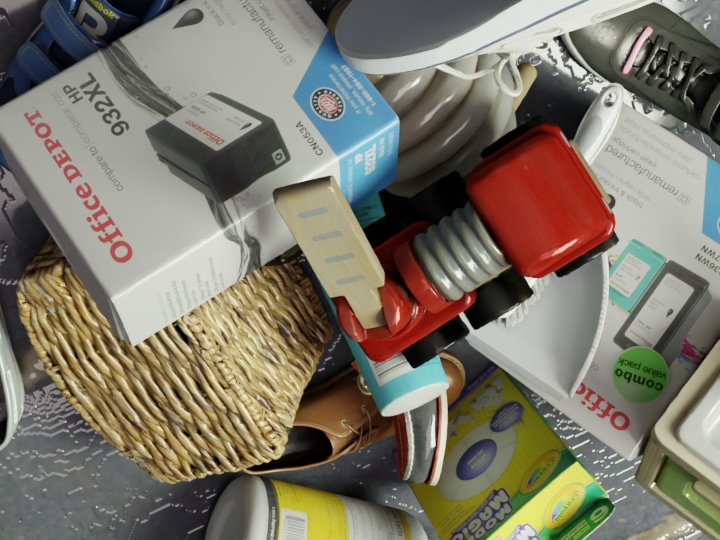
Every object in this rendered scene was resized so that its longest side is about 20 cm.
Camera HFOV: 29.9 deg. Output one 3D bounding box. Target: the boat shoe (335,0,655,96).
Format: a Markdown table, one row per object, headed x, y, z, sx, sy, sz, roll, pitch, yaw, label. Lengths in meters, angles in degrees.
| x | y | z | sx | sy | sz | roll | pitch | yaw | label |
| --- | --- | --- | --- | --- | --- | --- | --- | --- | --- |
| 0.089 | -0.148 | 0.779 | 0.201 | 0.075 | 0.086 | -21 | 145 | 14 | boat shoe |

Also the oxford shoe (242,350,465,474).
| x | y | z | sx | sy | sz | roll | pitch | yaw | label |
| --- | --- | --- | --- | --- | --- | --- | --- | --- | --- |
| -0.007 | 0.115 | 1.026 | 0.199 | 0.071 | 0.072 | -18 | 113 | -11 | oxford shoe |

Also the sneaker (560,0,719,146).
| x | y | z | sx | sy | sz | roll | pitch | yaw | label |
| --- | --- | --- | --- | --- | --- | --- | --- | --- | --- |
| 0.240 | -0.141 | 0.978 | 0.199 | 0.099 | 0.071 | 25 | 104 | -22 | sneaker |

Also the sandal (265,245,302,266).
| x | y | z | sx | sy | sz | roll | pitch | yaw | label |
| --- | --- | --- | --- | --- | --- | --- | --- | --- | --- |
| -0.077 | -0.103 | 0.919 | 0.079 | 0.057 | 0.202 | -7 | 96 | -12 | sandal |

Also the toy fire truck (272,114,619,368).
| x | y | z | sx | sy | sz | roll | pitch | yaw | label |
| --- | --- | --- | --- | --- | --- | --- | --- | --- | --- |
| 0.045 | -0.021 | 0.789 | 0.176 | 0.200 | 0.129 | -32 | 88 | 16 | toy fire truck |

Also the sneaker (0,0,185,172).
| x | y | z | sx | sy | sz | roll | pitch | yaw | label |
| --- | --- | --- | --- | --- | --- | --- | --- | --- | --- |
| -0.174 | -0.145 | 0.856 | 0.074 | 0.082 | 0.200 | 38 | 98 | -3 | sneaker |

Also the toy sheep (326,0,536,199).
| x | y | z | sx | sy | sz | roll | pitch | yaw | label |
| --- | --- | --- | --- | --- | --- | --- | --- | --- | --- |
| 0.047 | -0.112 | 0.921 | 0.138 | 0.138 | 0.200 | -46 | 121 | 5 | toy sheep |

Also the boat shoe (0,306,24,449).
| x | y | z | sx | sy | sz | roll | pitch | yaw | label |
| --- | --- | --- | --- | --- | --- | --- | --- | --- | --- |
| -0.275 | 0.033 | 0.913 | 0.070 | 0.072 | 0.202 | -19 | 115 | -8 | boat shoe |

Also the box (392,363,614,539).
| x | y | z | sx | sy | sz | roll | pitch | yaw | label |
| --- | --- | --- | --- | --- | --- | --- | --- | --- | --- |
| 0.102 | 0.158 | 1.001 | 0.117 | 0.200 | 0.048 | -42 | 116 | 3 | box |

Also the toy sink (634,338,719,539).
| x | y | z | sx | sy | sz | roll | pitch | yaw | label |
| --- | --- | --- | --- | --- | --- | --- | --- | --- | --- |
| 0.264 | 0.114 | 0.870 | 0.130 | 0.200 | 0.112 | 37 | 75 | 17 | toy sink |

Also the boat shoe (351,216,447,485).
| x | y | z | sx | sy | sz | roll | pitch | yaw | label |
| --- | --- | --- | --- | --- | --- | --- | --- | --- | --- |
| 0.022 | 0.057 | 0.979 | 0.062 | 0.071 | 0.201 | -5 | 83 | -15 | boat shoe |

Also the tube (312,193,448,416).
| x | y | z | sx | sy | sz | roll | pitch | yaw | label |
| --- | --- | --- | --- | --- | --- | --- | --- | --- | --- |
| 0.000 | 0.000 | 0.938 | 0.077 | 0.050 | 0.201 | -17 | 72 | -18 | tube |

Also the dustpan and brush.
| x | y | z | sx | sy | sz | roll | pitch | yaw | label |
| --- | --- | --- | --- | --- | --- | --- | --- | --- | --- |
| 0.125 | -0.031 | 0.893 | 0.201 | 0.139 | 0.057 | -60 | 157 | 9 | dustpan and brush |

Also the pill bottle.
| x | y | z | sx | sy | sz | roll | pitch | yaw | label |
| --- | --- | --- | --- | --- | --- | --- | --- | --- | --- |
| -0.016 | 0.232 | 1.046 | 0.199 | 0.112 | 0.112 | 18 | 105 | -22 | pill bottle |

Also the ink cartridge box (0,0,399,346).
| x | y | z | sx | sy | sz | roll | pitch | yaw | label |
| --- | --- | --- | --- | --- | --- | --- | --- | --- | --- |
| -0.098 | -0.073 | 0.813 | 0.200 | 0.084 | 0.145 | -33 | 73 | -13 | ink cartridge box |

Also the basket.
| x | y | z | sx | sy | sz | roll | pitch | yaw | label |
| --- | --- | --- | --- | --- | --- | --- | --- | --- | --- |
| -0.133 | 0.031 | 0.959 | 0.142 | 0.149 | 0.200 | -17 | 120 | 28 | basket |

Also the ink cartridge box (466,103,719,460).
| x | y | z | sx | sy | sz | roll | pitch | yaw | label |
| --- | --- | --- | --- | --- | --- | --- | --- | --- | --- |
| 0.203 | 0.010 | 0.972 | 0.146 | 0.146 | 0.200 | 36 | 101 | 18 | ink cartridge box |
